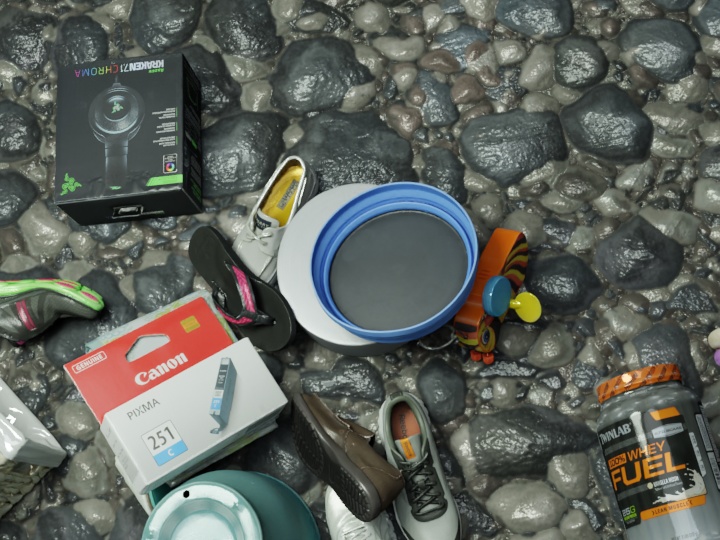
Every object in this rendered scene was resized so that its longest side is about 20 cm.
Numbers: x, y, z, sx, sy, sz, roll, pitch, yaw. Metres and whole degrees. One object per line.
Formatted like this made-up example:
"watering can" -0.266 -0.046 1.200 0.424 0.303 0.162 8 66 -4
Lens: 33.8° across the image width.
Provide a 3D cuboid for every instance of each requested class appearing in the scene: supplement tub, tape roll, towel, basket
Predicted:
"supplement tub" 0.332 0.213 1.302 0.121 0.123 0.203 -16 72 3
"tape roll" 0.000 0.000 1.443 0.197 0.066 0.204 -3 72 8
"towel" -0.210 0.138 1.410 0.170 0.048 0.201 -24 73 -31
"basket" -0.475 0.191 1.421 0.200 0.136 0.124 41 85 17

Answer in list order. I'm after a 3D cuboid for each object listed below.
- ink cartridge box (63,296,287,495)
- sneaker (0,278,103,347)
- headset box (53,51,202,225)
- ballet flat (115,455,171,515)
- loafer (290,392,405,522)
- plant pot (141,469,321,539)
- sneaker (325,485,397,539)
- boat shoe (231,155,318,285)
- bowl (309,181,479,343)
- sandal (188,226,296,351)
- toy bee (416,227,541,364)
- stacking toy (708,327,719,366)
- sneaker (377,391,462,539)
"ink cartridge box" -0.211 0.130 1.358 0.198 0.045 0.177 -28 76 -32
"sneaker" -0.415 0.054 1.494 0.196 0.077 0.085 -2 90 11
"headset box" -0.296 -0.160 1.520 0.171 0.093 0.204 -4 74 8
"ballet flat" -0.265 0.204 1.427 0.068 0.070 0.203 -9 65 6
"loafer" -0.017 0.210 1.367 0.070 0.074 0.200 -16 42 -28
"plant pot" -0.153 0.313 1.309 0.196 0.188 0.204 -2 74 7
"sneaker" 0.009 0.328 1.338 0.074 0.081 0.202 -23 70 3
"boat shoe" -0.117 -0.051 1.471 0.070 0.070 0.202 29 83 16
"bowl" 0.040 -0.008 1.360 0.197 0.040 0.203 -8 56 12
"sandal" -0.153 0.026 1.431 0.200 0.045 0.076 46 116 23
"toy bee" 0.138 0.049 1.403 0.199 0.110 0.131 -36 40 -16
"stacking toy" 0.453 0.159 1.329 0.084 0.085 0.203 -11 78 5
"sneaker" 0.063 0.234 1.359 0.073 0.079 0.203 -18 73 1
